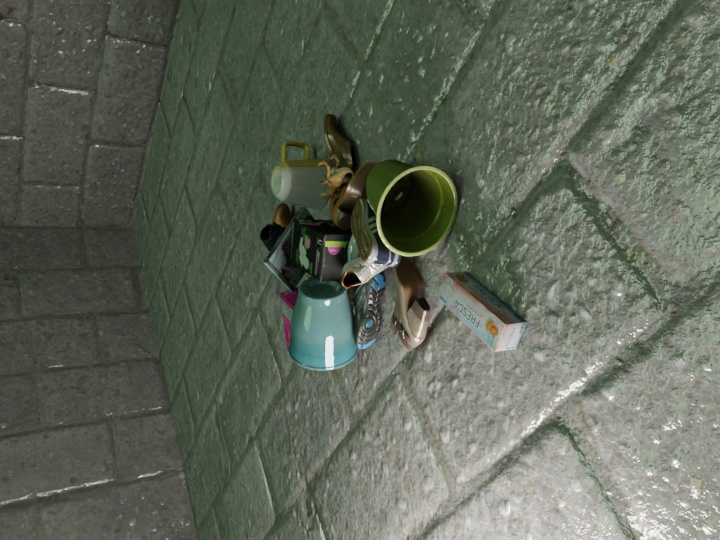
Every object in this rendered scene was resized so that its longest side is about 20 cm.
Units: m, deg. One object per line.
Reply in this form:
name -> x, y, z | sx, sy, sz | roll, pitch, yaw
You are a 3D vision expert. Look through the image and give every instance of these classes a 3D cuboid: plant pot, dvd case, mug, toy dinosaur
plant pot -> 0.094, -0.166, 1.346 | 0.191, 0.193, 0.207 | -129, 48, -57
dvd case -> -0.184, -0.062, 1.708 | 0.022, 0.147, 0.203 | 19, 67, 41
mug -> -0.195, -0.279, 1.789 | 0.189, 0.149, 0.152 | 59, 137, 36
toy dinosaur -> -0.059, -0.259, 1.584 | 0.109, 0.059, 0.199 | 63, 149, 5
plant pot -> -0.101, 0.130, 1.582 | 0.199, 0.195, 0.195 | 36, 133, 49

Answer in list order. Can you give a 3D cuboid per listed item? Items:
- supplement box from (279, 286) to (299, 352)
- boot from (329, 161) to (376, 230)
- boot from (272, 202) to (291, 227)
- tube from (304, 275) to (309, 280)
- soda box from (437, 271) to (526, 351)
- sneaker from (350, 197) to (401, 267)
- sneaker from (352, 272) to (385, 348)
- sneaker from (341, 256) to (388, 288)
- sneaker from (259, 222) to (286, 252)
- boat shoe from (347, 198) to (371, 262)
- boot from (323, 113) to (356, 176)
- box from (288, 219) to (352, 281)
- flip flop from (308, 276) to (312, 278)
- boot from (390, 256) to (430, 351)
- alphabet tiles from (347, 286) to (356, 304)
supplement box -> -0.169, 0.160, 1.760 | 0.103, 0.098, 0.207 | 36, 136, 50
boot -> -0.030, -0.222, 1.616 | 0.204, 0.072, 0.155 | -58, 24, 13
boot -> -0.224, -0.119, 1.911 | 0.152, 0.075, 0.208 | 2, 83, 49
tube -> -0.116, 0.077, 1.770 | 0.198, 0.051, 0.060 | 30, 101, 54
soda box -> 0.244, 0.079, 1.205 | 0.200, 0.066, 0.065 | 47, 128, 46
sneaker -> 0.042, -0.087, 1.411 | 0.071, 0.105, 0.204 | -56, 32, 37
sneaker -> 0.015, 0.102, 1.554 | 0.081, 0.072, 0.208 | 16, 95, 50
sneaker -> 0.032, -0.012, 1.468 | 0.197, 0.073, 0.086 | -34, 19, 27
sneaker -> -0.224, -0.113, 1.817 | 0.194, 0.099, 0.073 | -19, 61, 18
boat shoe -> 0.033, -0.087, 1.520 | 0.085, 0.073, 0.208 | 33, 105, 46
boot -> -0.055, -0.360, 1.668 | 0.074, 0.073, 0.207 | -21, 71, 27
box -> -0.091, -0.060, 1.627 | 0.198, 0.144, 0.129 | 28, 115, 53
flip flop -> -0.087, 0.037, 1.703 | 0.198, 0.079, 0.060 | 7, 113, 57
boot -> 0.105, 0.085, 1.423 | 0.149, 0.068, 0.204 | 113, 147, -43
alphabet tiles -> 0.000, 0.000, 1.629 | 0.167, 0.007, 0.206 | 43, 126, 47
